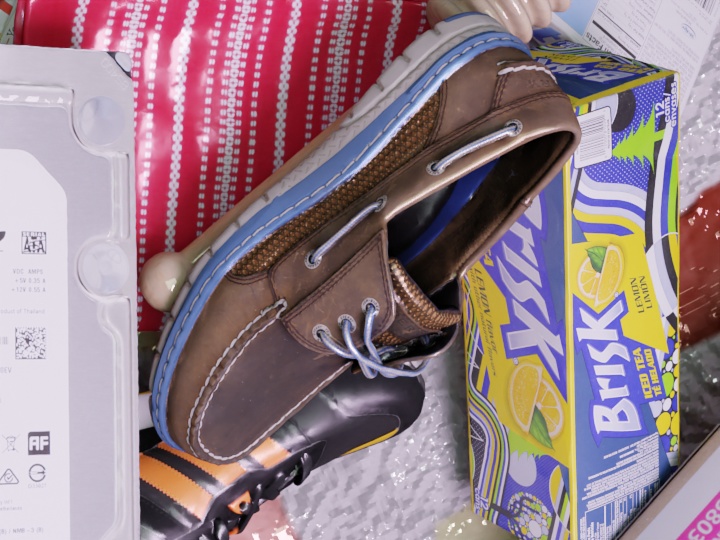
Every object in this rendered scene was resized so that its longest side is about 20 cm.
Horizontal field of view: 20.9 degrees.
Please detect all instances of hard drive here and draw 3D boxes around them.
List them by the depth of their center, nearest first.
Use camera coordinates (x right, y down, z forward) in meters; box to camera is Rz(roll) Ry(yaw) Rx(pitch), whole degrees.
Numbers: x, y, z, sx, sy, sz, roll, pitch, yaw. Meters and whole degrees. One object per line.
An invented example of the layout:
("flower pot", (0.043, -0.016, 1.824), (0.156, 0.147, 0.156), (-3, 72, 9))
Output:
("hard drive", (-0.143, 0.023, 0.656), (0.139, 0.038, 0.202), (1, 85, -29))

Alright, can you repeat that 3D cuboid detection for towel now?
("towel", (-0.043, -0.045, 0.755), (0.199, 0.022, 0.146), (2, 103, -27))

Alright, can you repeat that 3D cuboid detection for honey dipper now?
("honey dipper", (-0.005, -0.054, 0.741), (0.200, 0.038, 0.038), (-39, 104, -9))

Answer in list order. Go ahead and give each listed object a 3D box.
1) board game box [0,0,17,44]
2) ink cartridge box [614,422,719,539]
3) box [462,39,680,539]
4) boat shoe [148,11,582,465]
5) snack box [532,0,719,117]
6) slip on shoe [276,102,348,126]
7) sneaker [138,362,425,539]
("board game box", (-0.160, -0.123, 0.765), (0.199, 0.046, 0.152), (35, 85, -15))
("ink cartridge box", (0.183, 0.144, 0.836), (0.200, 0.075, 0.165), (-46, 135, -7))
("box", (0.086, 0.013, 0.800), (0.064, 0.070, 0.201), (-19, 117, -34))
("boat shoe", (0.000, 0.000, 0.710), (0.200, 0.072, 0.072), (-52, 140, 10))
("snack box", (0.074, -0.141, 0.807), (0.200, 0.024, 0.072), (35, 70, -30))
("slip on shoe", (-0.002, -0.145, 0.800), (0.074, 0.061, 0.201), (19, 90, -15))
("sneaker", (-0.064, 0.091, 0.782), (0.198, 0.070, 0.091), (-11, 61, -9))
